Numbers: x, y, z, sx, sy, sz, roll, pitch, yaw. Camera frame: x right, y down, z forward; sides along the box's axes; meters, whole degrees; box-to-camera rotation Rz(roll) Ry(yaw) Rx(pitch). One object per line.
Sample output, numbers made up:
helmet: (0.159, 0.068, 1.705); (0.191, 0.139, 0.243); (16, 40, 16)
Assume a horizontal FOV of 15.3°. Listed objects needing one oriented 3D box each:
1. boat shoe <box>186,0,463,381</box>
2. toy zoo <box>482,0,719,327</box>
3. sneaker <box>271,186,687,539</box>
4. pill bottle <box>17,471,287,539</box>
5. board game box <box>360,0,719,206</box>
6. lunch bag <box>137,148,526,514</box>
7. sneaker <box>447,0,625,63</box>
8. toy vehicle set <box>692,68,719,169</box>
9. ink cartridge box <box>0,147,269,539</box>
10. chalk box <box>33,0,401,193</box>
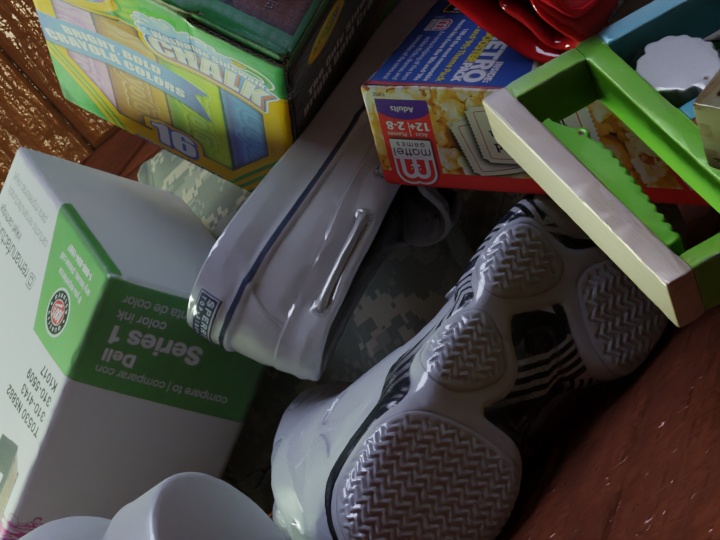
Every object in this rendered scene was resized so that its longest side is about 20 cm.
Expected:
boat shoe: (0.010, -0.035, 1.048); (0.200, 0.065, 0.074); (-54, -14, -27)
toy zoo: (0.155, -0.068, 0.883); (0.199, 0.021, 0.131); (-29, 39, -8)
sneaker: (0.035, 0.039, 1.000); (0.200, 0.075, 0.115); (-51, 16, -28)
pill bottle: (-0.112, 0.158, 0.964); (0.200, 0.112, 0.112); (-37, 11, 25)
board game box: (0.123, -0.084, 0.987); (0.199, 0.046, 0.152); (5, 37, 30)
lunch bag: (0.000, 0.000, 1.164); (0.164, 0.117, 0.201); (-36, 38, 23)
sneaker: (0.112, -0.119, 0.959); (0.078, 0.199, 0.116); (79, -164, -63)
toy vehicle set: (0.207, -0.092, 0.848); (0.124, 0.027, 0.200); (14, 49, 35)
ink cartridge box: (-0.125, 0.073, 1.115); (0.201, 0.084, 0.145); (-67, 29, 14)
chalk box: (-0.050, -0.131, 1.046); (0.125, 0.123, 0.200); (-60, -12, -18)
